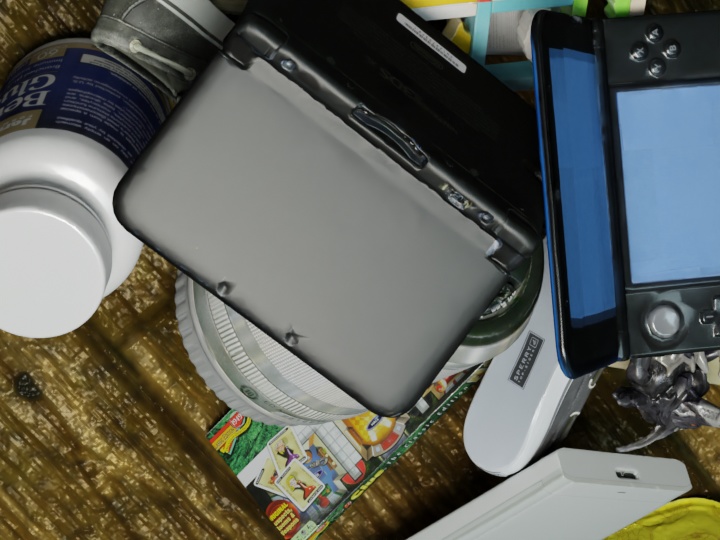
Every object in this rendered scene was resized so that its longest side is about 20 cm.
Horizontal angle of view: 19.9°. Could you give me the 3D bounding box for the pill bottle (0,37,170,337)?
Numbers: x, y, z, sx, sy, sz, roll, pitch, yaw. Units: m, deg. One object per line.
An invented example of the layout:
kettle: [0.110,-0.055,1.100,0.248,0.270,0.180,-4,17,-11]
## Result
pill bottle: [-0.174,-0.047,1.193,0.110,0.200,0.112,1,120,2]

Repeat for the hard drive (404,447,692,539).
hard drive: [0.108,0.175,1.378,0.131,0.026,0.200,10,145,-42]

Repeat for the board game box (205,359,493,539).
board game box: [-0.002,0.080,1.359,0.200,0.105,0.023,-46,155,8]

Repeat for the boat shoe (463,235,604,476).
boat shoe: [0.136,0.043,1.305,0.066,0.070,0.201,5,112,-52]

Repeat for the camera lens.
camera lens: [0.000,0.000,1.239,0.160,0.161,0.199,36,142,-23]

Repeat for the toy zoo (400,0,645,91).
toy zoo: [0.072,-0.161,1.189,0.198,0.021,0.132,-7,130,-14]

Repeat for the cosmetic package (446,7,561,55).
cosmetic package: [0.093,-0.234,1.255,0.082,0.051,0.202,3,114,10]

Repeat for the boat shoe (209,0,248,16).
boat shoe: [-0.011,-0.197,1.236,0.198,0.076,0.075,-5,105,8]

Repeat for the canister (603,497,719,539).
canister: [0.218,0.282,1.495,0.147,0.087,0.201,-16,117,-5]

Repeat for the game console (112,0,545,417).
game console: [-0.007,-0.056,1.116,0.199,0.176,0.116,37,126,-13]

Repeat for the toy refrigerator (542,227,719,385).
toy refrigerator: [0.193,0.029,1.387,0.198,0.076,0.071,10,111,-17]

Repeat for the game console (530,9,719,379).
game console: [0.173,-0.048,1.160,0.169,0.118,0.202,-5,92,-9]

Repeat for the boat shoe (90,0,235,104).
boat shoe: [-0.085,-0.109,1.248,0.200,0.070,0.064,36,71,-36]

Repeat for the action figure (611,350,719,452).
action figure: [0.225,0.036,1.290,0.118,0.102,0.202,-8,119,-47]
